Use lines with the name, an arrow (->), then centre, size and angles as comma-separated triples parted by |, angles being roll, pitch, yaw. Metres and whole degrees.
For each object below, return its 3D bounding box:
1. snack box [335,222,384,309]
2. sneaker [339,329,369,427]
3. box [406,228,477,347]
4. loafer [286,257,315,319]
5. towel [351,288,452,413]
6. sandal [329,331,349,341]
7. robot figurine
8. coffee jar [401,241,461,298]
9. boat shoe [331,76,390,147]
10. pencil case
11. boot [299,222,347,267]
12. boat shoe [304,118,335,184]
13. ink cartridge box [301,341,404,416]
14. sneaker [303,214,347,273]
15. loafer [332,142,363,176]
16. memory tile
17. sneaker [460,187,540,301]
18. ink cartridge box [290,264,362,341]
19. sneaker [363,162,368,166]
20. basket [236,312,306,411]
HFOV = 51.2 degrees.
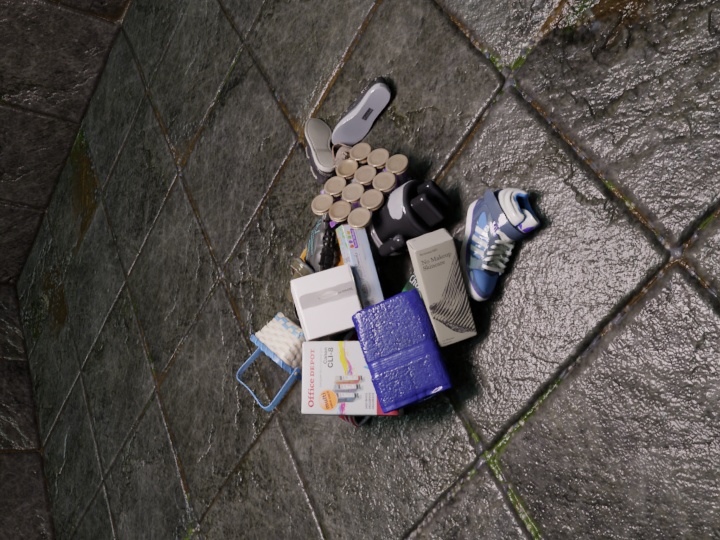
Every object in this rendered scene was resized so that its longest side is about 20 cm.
snack box -> 0.000, 0.000, 1.601 | 0.142, 0.052, 0.204 | 172, 84, -81
sneaker -> -0.004, 0.239, 1.639 | 0.112, 0.070, 0.204 | 24, 109, 53
box -> 0.153, 0.033, 1.401 | 0.068, 0.081, 0.203 | -116, 7, -69
loafer -> -0.134, 0.053, 1.756 | 0.075, 0.069, 0.202 | 41, 154, 34
towel -> 0.078, 0.152, 1.423 | 0.146, 0.049, 0.203 | -22, 80, 12
sandal -> -0.049, 0.115, 1.720 | 0.075, 0.048, 0.204 | -11, 96, 44
robot figurine -> 0.095, -0.107, 1.550 | 0.199, 0.149, 0.127 | -29, 77, 45
coffee jar -> 0.141, 0.031, 1.495 | 0.104, 0.084, 0.203 | 41, 113, 45
boat shoe -> -0.001, -0.375, 1.768 | 0.200, 0.069, 0.067 | -48, 32, 37
pencil case -> 0.011, -0.171, 1.617 | 0.197, 0.086, 0.085 | -22, 39, 2
boot -> -0.070, -0.004, 1.766 | 0.200, 0.070, 0.146 | -38, 54, 34
boat shoe -> -0.101, -0.299, 1.868 | 0.061, 0.073, 0.202 | 112, 149, -44
ink cartridge box -> -0.014, 0.220, 1.527 | 0.196, 0.145, 0.148 | -2, 80, 8
sneaker -> -0.085, -0.094, 1.709 | 0.079, 0.075, 0.204 | 22, 99, 46
loafer -> -0.038, -0.255, 1.715 | 0.071, 0.063, 0.200 | -36, 13, 1
memory tile -> -0.001, -0.177, 1.559 | 0.152, 0.017, 0.201 | 21, 66, 32
sneaker -> 0.260, -0.052, 1.371 | 0.145, 0.080, 0.204 | -14, 67, 52
ink cartridge box -> -0.070, 0.072, 1.570 | 0.200, 0.126, 0.127 | 122, 131, -82
sneaker -> 0.021, -0.171, 1.710 | 0.199, 0.075, 0.117 | -28, 78, 40
basket -> -0.199, 0.221, 1.809 | 0.200, 0.139, 0.176 | -47, 42, -7
